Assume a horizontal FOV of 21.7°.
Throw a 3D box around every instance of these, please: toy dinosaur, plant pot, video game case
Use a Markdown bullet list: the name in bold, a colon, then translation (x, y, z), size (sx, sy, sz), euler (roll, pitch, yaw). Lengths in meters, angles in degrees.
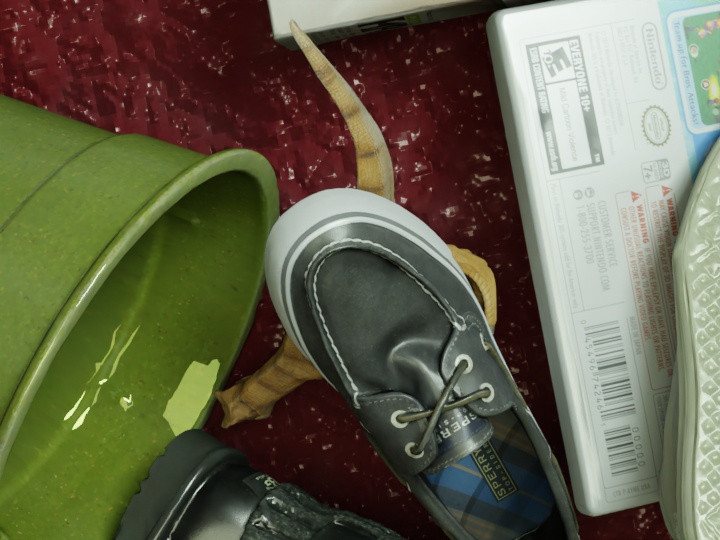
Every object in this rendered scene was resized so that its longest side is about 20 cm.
- **toy dinosaur**: translation (0.000, 0.000, 0.733), size (0.105, 0.061, 0.201), euler (-5, 135, -32)
- **plant pot**: translation (-0.162, 0.001, 0.731), size (0.189, 0.200, 0.201), euler (29, 94, 15)
- **video game case**: translation (0.155, -0.019, 0.753), size (0.180, 0.024, 0.202), euler (-11, 92, -12)

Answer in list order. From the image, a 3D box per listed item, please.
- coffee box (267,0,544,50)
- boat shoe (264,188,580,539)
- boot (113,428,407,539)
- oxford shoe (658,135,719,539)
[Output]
- **coffee box**: translation (0.056, -0.162, 0.747), size (0.198, 0.080, 0.116), euler (-9, 92, 4)
- **boat shoe**: translation (0.031, 0.055, 0.716), size (0.070, 0.066, 0.201), euler (-31, 126, -2)
- **boot**: translation (-0.047, 0.184, 0.748), size (0.157, 0.079, 0.213), euler (27, 94, 21)
- **oxford shoe**: translation (0.150, 0.029, 0.714), size (0.074, 0.058, 0.202), euler (9, 72, 1)
